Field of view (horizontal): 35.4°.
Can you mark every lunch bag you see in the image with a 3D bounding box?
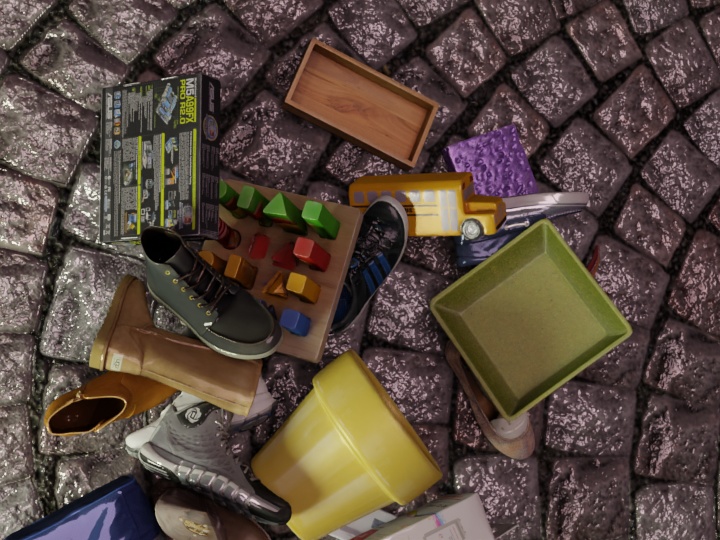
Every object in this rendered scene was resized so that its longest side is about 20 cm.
[{"bbox_3d":[-0.329,0.347,1.340,0.198,0.136,0.134,-27,91,-15],"label":"lunch bag"}]

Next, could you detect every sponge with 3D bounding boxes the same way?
[{"bbox_3d":[0.200,-0.096,1.591,0.110,0.030,0.202,-21,90,-16],"label":"sponge"}]

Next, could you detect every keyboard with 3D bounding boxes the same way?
[{"bbox_3d":[0.023,0.349,1.508,0.198,0.011,0.057,25,73,-13],"label":"keyboard"}]

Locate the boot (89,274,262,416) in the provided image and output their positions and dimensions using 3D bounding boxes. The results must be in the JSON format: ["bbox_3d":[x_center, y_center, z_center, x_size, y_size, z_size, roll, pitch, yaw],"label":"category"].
[{"bbox_3d":[-0.218,0.093,1.385,0.198,0.067,0.176,17,35,-7],"label":"boot"}]

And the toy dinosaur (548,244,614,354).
[{"bbox_3d":[0.257,0.065,1.587,0.179,0.106,0.202,4,50,-6],"label":"toy dinosaur"}]

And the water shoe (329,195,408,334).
[{"bbox_3d":[0.000,0.000,1.457,0.071,0.079,0.202,29,107,11],"label":"water shoe"}]

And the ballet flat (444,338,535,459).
[{"bbox_3d":[0.182,0.176,1.538,0.068,0.067,0.201,-37,95,-15],"label":"ballet flat"}]

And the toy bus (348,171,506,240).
[{"bbox_3d":[0.089,-0.085,1.483,0.197,0.065,0.079,0,108,23],"label":"toy bus"}]

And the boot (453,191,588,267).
[{"bbox_3d":[0.220,-0.057,1.548,0.197,0.073,0.092,-6,94,-7],"label":"boot"}]

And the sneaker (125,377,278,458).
[{"bbox_3d":[-0.208,0.181,1.436,0.198,0.075,0.088,-21,73,-19],"label":"sneaker"}]

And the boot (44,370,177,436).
[{"bbox_3d":[-0.285,0.152,1.367,0.199,0.144,0.072,-23,95,-16],"label":"boot"}]

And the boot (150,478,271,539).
[{"bbox_3d":[-0.171,0.315,1.355,0.185,0.200,0.065,30,78,-11],"label":"boot"}]

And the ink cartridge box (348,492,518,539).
[{"bbox_3d":[0.093,0.343,1.465,0.198,0.116,0.068,-20,85,-21],"label":"ink cartridge box"}]

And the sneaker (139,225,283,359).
[{"bbox_3d":[-0.182,0.028,1.326,0.198,0.107,0.075,28,65,19],"label":"sneaker"}]

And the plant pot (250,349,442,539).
[{"bbox_3d":[-0.027,0.235,1.418,0.188,0.201,0.202,-38,95,0],"label":"plant pot"}]

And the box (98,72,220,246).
[{"bbox_3d":[-0.252,-0.136,1.410,0.158,0.044,0.203,-4,83,27],"label":"box"}]

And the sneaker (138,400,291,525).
[{"bbox_3d":[-0.156,0.216,1.347,0.198,0.075,0.116,24,66,5],"label":"sneaker"}]

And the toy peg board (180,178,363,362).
[{"bbox_3d":[-0.125,-0.013,1.408,0.198,0.098,0.202,13,79,20],"label":"toy peg board"}]

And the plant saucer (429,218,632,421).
[{"bbox_3d":[0.223,0.068,1.482,0.199,0.048,0.201,-36,64,4],"label":"plant saucer"}]

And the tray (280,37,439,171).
[{"bbox_3d":[0.000,-0.226,1.544,0.198,0.037,0.100,25,79,-11],"label":"tray"}]
